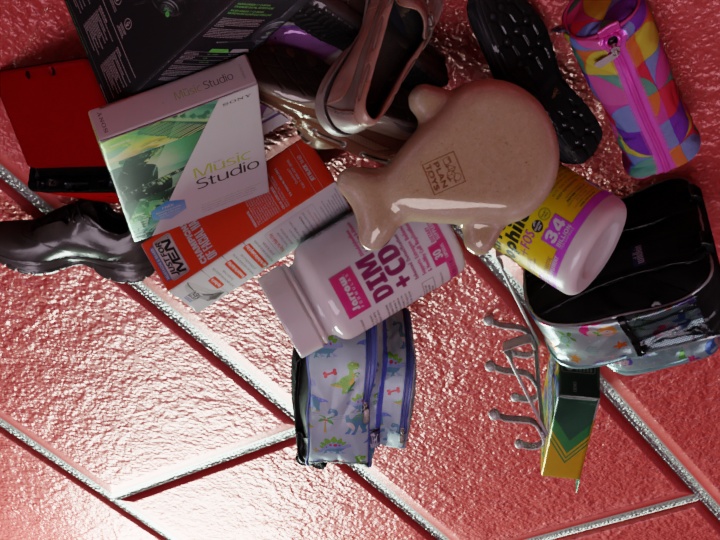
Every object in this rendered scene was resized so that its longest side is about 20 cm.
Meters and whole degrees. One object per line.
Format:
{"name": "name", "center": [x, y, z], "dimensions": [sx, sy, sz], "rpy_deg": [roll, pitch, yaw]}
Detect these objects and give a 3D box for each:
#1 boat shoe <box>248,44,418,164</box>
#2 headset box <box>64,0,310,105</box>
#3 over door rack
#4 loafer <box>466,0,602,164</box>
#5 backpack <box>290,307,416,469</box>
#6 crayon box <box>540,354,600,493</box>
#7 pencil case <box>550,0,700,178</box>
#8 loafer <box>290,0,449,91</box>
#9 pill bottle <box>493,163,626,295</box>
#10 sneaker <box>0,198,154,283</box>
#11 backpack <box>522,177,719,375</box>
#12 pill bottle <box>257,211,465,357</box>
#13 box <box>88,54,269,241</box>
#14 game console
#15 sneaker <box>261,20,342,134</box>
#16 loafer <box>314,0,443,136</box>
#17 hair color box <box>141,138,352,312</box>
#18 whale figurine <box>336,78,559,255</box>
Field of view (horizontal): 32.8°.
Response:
{"name": "boat shoe", "center": [-0.035, -0.145, 1.128], "dimensions": [0.197, 0.076, 0.072], "rpy_deg": [19, 130, -13]}
{"name": "headset box", "center": [-0.154, -0.257, 1.025], "dimensions": [0.199, 0.176, 0.092], "rpy_deg": [-33, 167, 37]}
{"name": "over door rack", "center": [0.170, 0.088, 1.387], "dimensions": [0.066, 0.149, 0.201], "rpy_deg": [-7, 137, 9]}
{"name": "loafer", "center": [0.153, -0.181, 1.146], "dimensions": [0.201, 0.068, 0.070], "rpy_deg": [52, 159, -26]}
{"name": "backpack", "center": [-0.008, 0.105, 1.413], "dimensions": [0.144, 0.184, 0.202], "rpy_deg": [-2, 131, -1]}
{"name": "crayon box", "center": [0.249, 0.160, 1.467], "dimensions": [0.051, 0.127, 0.202], "rpy_deg": [4, 139, 5]}
{"name": "pencil case", "center": [0.249, -0.173, 1.125], "dimensions": [0.087, 0.089, 0.200], "rpy_deg": [-16, 135, 25]}
{"name": "loafer", "center": [0.017, -0.226, 1.115], "dimensions": [0.072, 0.072, 0.199], "rpy_deg": [0, 161, 41]}
{"name": "pill bottle", "center": [0.152, -0.069, 1.195], "dimensions": [0.199, 0.104, 0.105], "rpy_deg": [33, 145, 23]}
{"name": "sneaker", "center": [-0.327, -0.045, 1.388], "dimensions": [0.197, 0.076, 0.092], "rpy_deg": [3, 130, -4]}
{"name": "backpack", "center": [0.272, 0.016, 1.263], "dimensions": [0.197, 0.179, 0.151], "rpy_deg": [-15, 132, 16]}
{"name": "pill bottle", "center": [0.000, 0.000, 1.277], "dimensions": [0.198, 0.114, 0.114], "rpy_deg": [-31, 134, -5]}
{"name": "box", "center": [-0.156, -0.104, 1.098], "dimensions": [0.143, 0.037, 0.201], "rpy_deg": [-22, 158, -10]}
{"name": "game console", "center": [-0.258, -0.135, 1.248], "dimensions": [0.171, 0.121, 0.198], "rpy_deg": [7, 178, -44]}
{"name": "sneaker", "center": [-0.099, -0.196, 1.174], "dimensions": [0.198, 0.073, 0.115], "rpy_deg": [-21, 129, 12]}
{"name": "loafer", "center": [0.033, -0.201, 1.045], "dimensions": [0.072, 0.202, 0.062], "rpy_deg": [37, 163, -34]}
{"name": "hair color box", "center": [-0.113, -0.044, 1.253], "dimensions": [0.199, 0.064, 0.111], "rpy_deg": [-34, 164, 0]}
{"name": "whale figurine", "center": [0.079, -0.089, 1.101], "dimensions": [0.198, 0.104, 0.161], "rpy_deg": [-25, 94, -1]}
